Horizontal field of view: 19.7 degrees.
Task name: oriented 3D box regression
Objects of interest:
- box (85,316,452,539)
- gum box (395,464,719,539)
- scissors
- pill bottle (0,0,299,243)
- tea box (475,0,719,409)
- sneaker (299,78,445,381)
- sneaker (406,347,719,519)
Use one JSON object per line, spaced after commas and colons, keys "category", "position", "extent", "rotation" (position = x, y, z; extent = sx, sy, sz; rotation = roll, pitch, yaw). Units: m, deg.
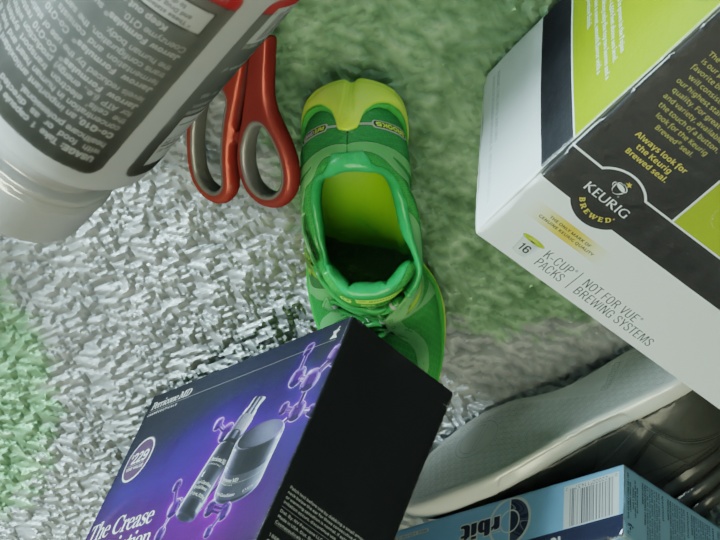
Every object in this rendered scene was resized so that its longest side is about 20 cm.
{"category": "box", "position": [-0.059, 0.121, 1.089], "extent": [0.079, 0.142, 0.200], "rotation": [40, 145, -20]}
{"category": "gum box", "position": [0.136, 0.183, 1.165], "extent": [0.169, 0.045, 0.200], "rotation": [-22, 140, 36]}
{"category": "scissors", "position": [-0.056, -0.122, 1.015], "extent": [0.073, 0.014, 0.201], "rotation": [22, 120, 36]}
{"category": "pill bottle", "position": [-0.117, -0.111, 0.972], "extent": [0.114, 0.114, 0.200], "rotation": [33, 124, -19]}
{"category": "tea box", "position": [0.190, -0.060, 0.968], "extent": [0.200, 0.134, 0.197], "rotation": [35, 124, -20]}
{"category": "sneaker", "position": [0.000, 0.000, 1.066], "extent": [0.074, 0.084, 0.201], "rotation": [-5, 128, 9]}
{"category": "sneaker", "position": [0.124, 0.116, 1.150], "extent": [0.199, 0.071, 0.099], "rotation": [-26, 116, 19]}
